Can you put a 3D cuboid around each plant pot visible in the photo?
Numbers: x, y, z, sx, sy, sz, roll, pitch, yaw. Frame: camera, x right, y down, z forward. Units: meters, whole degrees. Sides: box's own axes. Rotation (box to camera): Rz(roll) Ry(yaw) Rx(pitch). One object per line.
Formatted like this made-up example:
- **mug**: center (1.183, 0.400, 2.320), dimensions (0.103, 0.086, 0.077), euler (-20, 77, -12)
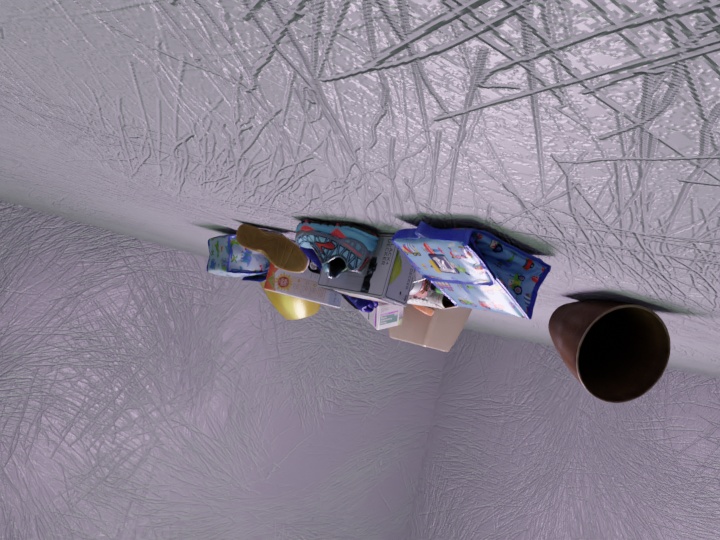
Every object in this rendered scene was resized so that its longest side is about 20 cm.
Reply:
- **plant pot**: center (0.190, 0.132, 1.618), dimensions (0.199, 0.178, 0.200), euler (9, 172, 41)
- **plant pot**: center (-0.188, 0.062, 1.630), dimensions (0.199, 0.143, 0.200), euler (-12, -170, 2)
- **plant pot**: center (0.465, 0.134, 1.102), dimensions (0.186, 0.188, 0.200), euler (15, -171, -11)

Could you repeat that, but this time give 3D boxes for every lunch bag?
- **lunch bag**: center (-0.313, -0.034, 1.569), dimensions (0.199, 0.128, 0.170), euler (2, 180, -36)
- **lunch bag**: center (0.153, -0.019, 0.812), dimensions (0.200, 0.094, 0.150), euler (33, 166, -34)

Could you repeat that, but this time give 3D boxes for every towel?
- **towel**: center (-0.039, 0.008, 1.219), dimensions (0.200, 0.050, 0.148), euler (45, -177, 9)

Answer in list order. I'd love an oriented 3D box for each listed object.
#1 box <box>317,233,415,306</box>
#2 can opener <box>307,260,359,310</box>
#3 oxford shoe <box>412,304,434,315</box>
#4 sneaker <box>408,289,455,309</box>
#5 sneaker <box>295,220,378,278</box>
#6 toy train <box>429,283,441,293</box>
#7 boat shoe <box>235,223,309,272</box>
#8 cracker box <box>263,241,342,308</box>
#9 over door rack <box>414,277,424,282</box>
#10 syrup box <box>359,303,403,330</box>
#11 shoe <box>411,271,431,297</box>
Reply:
- **box**: center (0.013, -0.008, 1.017), dimensions (0.060, 0.117, 0.200), euler (21, 172, -38)
- **can opener**: center (-0.055, 0.012, 1.322), dimensions (0.078, 0.064, 0.200), euler (-27, -117, -41)
- **oxford shoe**: center (0.125, 0.038, 1.479), dimensions (0.200, 0.073, 0.071), euler (33, -172, -7)
- **sneaker**: center (0.177, 0.056, 1.388), dimensions (0.199, 0.073, 0.085), euler (1, -171, 16)
- **sneaker**: center (-0.059, -0.036, 0.997), dimensions (0.079, 0.096, 0.199), euler (20, 172, -41)
- **toy train**: center (0.232, 0.042, 1.237), dimensions (0.056, 0.042, 0.200), euler (-24, -163, -32)
- **boat shoe**: center (-0.190, -0.056, 1.274), dimensions (0.199, 0.071, 0.069), euler (28, -166, 21)
- **cracker box**: center (-0.133, 0.008, 1.409), dimensions (0.199, 0.135, 0.058), euler (15, 174, -8)
- **over door rack**: center (0.087, -0.008, 1.116), dimensions (0.199, 0.067, 0.147), euler (-6, 164, 39)
- **syrup box**: center (0.036, 0.079, 1.541), dimensions (0.078, 0.082, 0.200), euler (-11, -150, -25)
- **shoe**: center (0.130, 0.025, 1.293), dimensions (0.091, 0.072, 0.200), euler (14, 180, -16)
